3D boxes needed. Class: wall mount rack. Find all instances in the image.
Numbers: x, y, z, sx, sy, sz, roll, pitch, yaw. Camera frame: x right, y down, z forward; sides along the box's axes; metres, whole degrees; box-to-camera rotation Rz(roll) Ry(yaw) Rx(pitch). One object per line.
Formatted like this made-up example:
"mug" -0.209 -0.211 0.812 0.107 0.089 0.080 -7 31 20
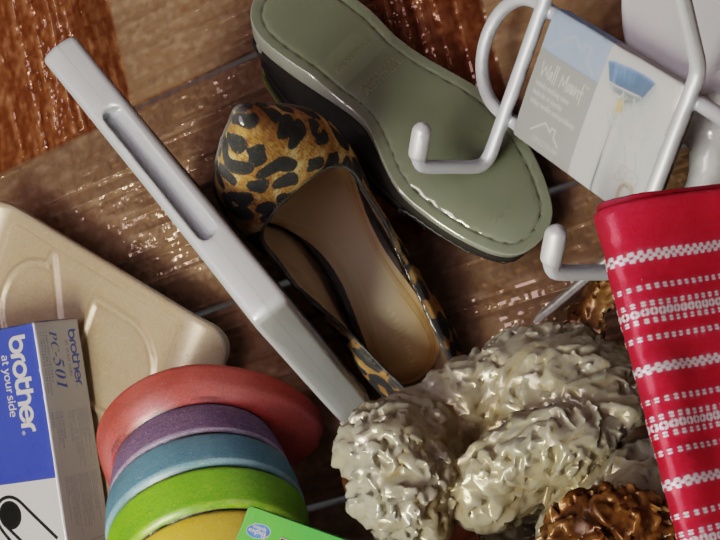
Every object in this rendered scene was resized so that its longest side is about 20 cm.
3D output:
"wall mount rack" 0.093 -0.099 0.704 0.200 0.074 0.175 43 124 48

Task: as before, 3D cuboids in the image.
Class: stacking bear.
"stacking bear" -0.071 0.156 0.805 0.121 0.114 0.201 -32 44 15

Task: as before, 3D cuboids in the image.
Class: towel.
"towel" 0.176 0.057 0.620 0.022 0.144 0.201 137 122 -62

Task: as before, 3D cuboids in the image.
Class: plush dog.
"plush dog" 0.113 0.100 0.689 0.161 0.200 0.172 -49 47 6

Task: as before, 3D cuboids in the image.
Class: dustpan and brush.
"dustpan and brush" 0.164 -0.084 0.723 0.139 0.057 0.201 10 69 46

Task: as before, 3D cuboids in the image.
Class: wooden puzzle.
"wooden puzzle" -0.179 0.077 0.978 0.199 0.046 0.186 27 105 26

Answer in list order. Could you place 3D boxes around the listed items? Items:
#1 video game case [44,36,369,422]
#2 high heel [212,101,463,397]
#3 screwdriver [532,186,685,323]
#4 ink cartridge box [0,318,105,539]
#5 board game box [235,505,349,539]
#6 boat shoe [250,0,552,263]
"video game case" -0.071 -0.013 0.820 0.023 0.200 0.182 -39 67 -3
"high heel" 0.000 0.000 0.777 0.071 0.200 0.143 -38 64 -3
"screwdriver" 0.155 -0.032 0.760 0.200 0.028 0.029 -46 38 22
"ink cartridge box" -0.201 0.135 0.941 0.094 0.044 0.201 -10 87 28
"board game box" 0.045 0.165 0.737 0.134 0.200 0.029 12 74 33
"boat shoe" 0.021 -0.074 0.834 0.072 0.061 0.201 -39 72 -19
